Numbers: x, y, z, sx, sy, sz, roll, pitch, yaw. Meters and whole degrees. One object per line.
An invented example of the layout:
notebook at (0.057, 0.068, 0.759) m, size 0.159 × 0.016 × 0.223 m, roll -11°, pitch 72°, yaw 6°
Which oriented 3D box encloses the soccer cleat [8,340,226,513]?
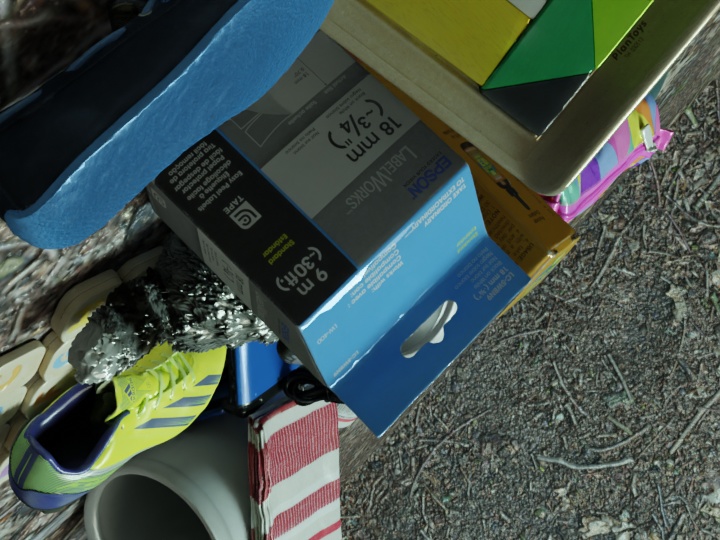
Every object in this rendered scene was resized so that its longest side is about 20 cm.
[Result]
soccer cleat at (-0.158, 0.090, 0.790) m, size 0.200 × 0.065 × 0.084 m, roll -40°, pitch 165°, yaw -41°

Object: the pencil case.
pencil case at (0.167, -0.090, 0.884) m, size 0.199 × 0.088 × 0.089 m, roll -35°, pitch 163°, yaw -43°

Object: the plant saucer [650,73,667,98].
plant saucer at (0.240, -0.200, 1.173) m, size 0.200 × 0.027 × 0.202 m, roll -42°, pitch -146°, yaw 36°

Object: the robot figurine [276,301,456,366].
robot figurine at (-0.001, 0.000, 0.901) m, size 0.149 × 0.127 × 0.198 m, roll -23°, pitch 153°, yaw 40°

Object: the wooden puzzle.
wooden puzzle at (0.080, -0.160, 0.577) m, size 0.186 × 0.199 × 0.037 m, roll -51°, pitch -168°, yaw 19°

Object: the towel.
towel at (-0.055, 0.214, 1.055) m, size 0.144 × 0.022 × 0.203 m, roll -21°, pitch 111°, yaw -60°

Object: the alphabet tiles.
alphabet tiles at (-0.194, 0.068, 0.780) m, size 0.195 × 0.015 × 0.201 m, roll -32°, pitch 160°, yaw -52°

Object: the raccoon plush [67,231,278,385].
raccoon plush at (-0.075, 0.040, 0.735) m, size 0.201 × 0.133 × 0.098 m, roll -53°, pitch 159°, yaw -38°

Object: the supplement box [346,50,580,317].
supplement box at (0.050, -0.064, 0.761) m, size 0.069 × 0.200 × 0.066 m, roll -53°, pitch 166°, yaw 29°

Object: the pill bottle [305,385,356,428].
pill bottle at (0.004, 0.066, 1.238) m, size 0.201 × 0.109 × 0.109 m, roll -52°, pitch 167°, yaw 20°

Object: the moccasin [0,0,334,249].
moccasin at (-0.089, -0.098, 0.499) m, size 0.200 × 0.068 × 0.081 m, roll -43°, pitch 160°, yaw -27°

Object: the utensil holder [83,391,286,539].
utensil holder at (-0.137, 0.216, 1.095) m, size 0.200 × 0.170 × 0.171 m, roll -36°, pitch 164°, yaw -52°

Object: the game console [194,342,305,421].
game console at (-0.093, 0.051, 1.072) m, size 0.199 × 0.117 × 0.173 m, roll -34°, pitch 131°, yaw -49°

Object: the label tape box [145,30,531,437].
label tape box at (-0.009, -0.028, 0.671) m, size 0.144 × 0.200 × 0.063 m, roll -43°, pitch 167°, yaw -17°

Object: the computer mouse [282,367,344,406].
computer mouse at (0.002, 0.028, 1.030) m, size 0.109 × 0.044 × 0.202 m, roll -9°, pitch -128°, yaw 41°
